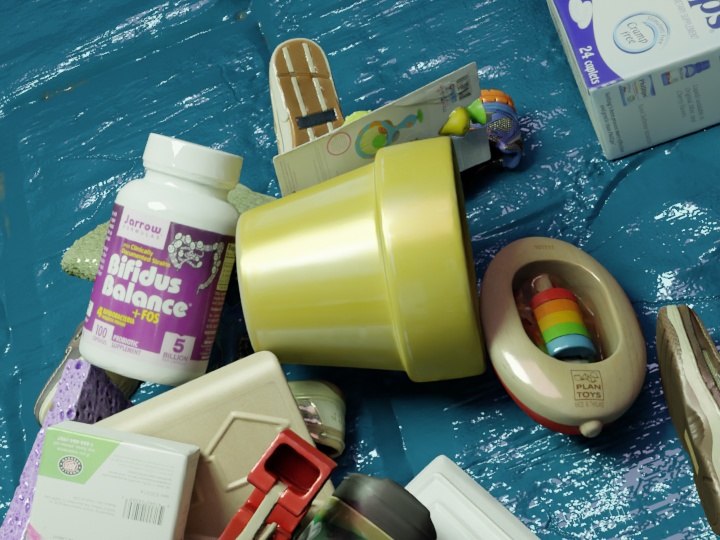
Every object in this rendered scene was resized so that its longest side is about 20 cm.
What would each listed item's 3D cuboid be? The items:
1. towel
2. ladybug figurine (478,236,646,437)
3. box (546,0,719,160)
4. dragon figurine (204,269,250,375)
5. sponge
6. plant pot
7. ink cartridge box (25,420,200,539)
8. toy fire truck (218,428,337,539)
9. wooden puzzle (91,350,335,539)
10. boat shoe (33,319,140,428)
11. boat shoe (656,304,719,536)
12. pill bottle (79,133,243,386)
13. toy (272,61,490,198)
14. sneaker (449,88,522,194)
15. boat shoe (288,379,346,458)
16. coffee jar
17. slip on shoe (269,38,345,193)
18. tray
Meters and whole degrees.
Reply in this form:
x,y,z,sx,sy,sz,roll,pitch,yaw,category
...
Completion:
x,y,z,sx,sy,sz,roll,pitch,yaw,category
-0.173,-0.035,1.530,0.148,0.037,0.200,15,36,33,towel
0.162,0.060,1.324,0.135,0.072,0.200,2,46,-11,ladybug figurine
0.289,-0.227,1.490,0.199,0.105,0.184,-19,50,7,box
-0.082,0.042,1.460,0.200,0.059,0.099,-43,51,-17,dragon figurine
-0.247,0.187,1.378,0.030,0.112,0.201,-1,54,24,sponge
0.000,0.000,1.351,0.188,0.201,0.201,-8,51,7,plant pot
-0.204,0.229,1.274,0.117,0.067,0.201,11,90,3,ink cartridge box
-0.088,0.212,1.226,0.049,0.141,0.200,35,93,6,toy fire truck
-0.115,0.190,1.324,0.185,0.046,0.201,-24,86,5,wooden puzzle
-0.237,0.073,1.496,0.065,0.072,0.200,16,58,37,boat shoe
0.287,0.112,1.257,0.075,0.075,0.203,-9,56,-2,boat shoe
-0.164,-0.010,1.372,0.112,0.112,0.201,16,94,31,pill bottle
0.016,-0.109,1.427,0.199,0.115,0.047,-24,46,-10,toy
0.063,-0.099,1.506,0.199,0.075,0.079,-27,52,2,sneaker
-0.110,0.143,1.384,0.199,0.073,0.063,-13,47,12,boat shoe
-0.026,0.247,1.230,0.085,0.104,0.200,38,80,-2,coffee jar
-0.045,-0.113,1.490,0.076,0.061,0.201,-13,78,-11,slip on shoe
0.087,0.231,1.269,0.107,0.022,0.200,-41,50,-11,tray
